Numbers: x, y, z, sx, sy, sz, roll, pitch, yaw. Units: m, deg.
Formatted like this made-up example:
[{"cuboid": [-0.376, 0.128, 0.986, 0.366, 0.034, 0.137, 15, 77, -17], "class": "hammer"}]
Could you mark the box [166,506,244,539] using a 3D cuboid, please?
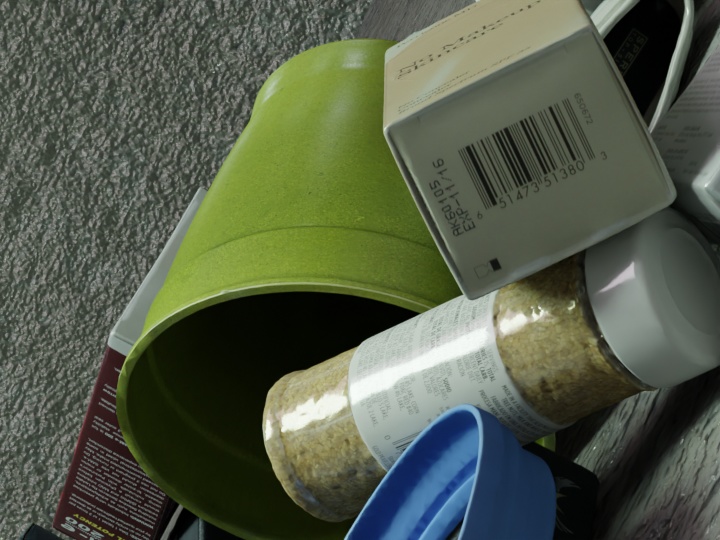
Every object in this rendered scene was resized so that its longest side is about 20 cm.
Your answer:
[{"cuboid": [-0.078, 0.238, 1.458, 0.201, 0.117, 0.197, -63, 7, 8], "class": "box"}]

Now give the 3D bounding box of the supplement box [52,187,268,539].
[{"cuboid": [-0.099, 0.061, 1.456, 0.109, 0.061, 0.200, -61, -4, -37], "class": "supplement box"}]

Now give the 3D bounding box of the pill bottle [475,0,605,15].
[{"cuboid": [0.146, -0.206, 1.478, 0.200, 0.116, 0.117, -58, 9, 34], "class": "pill bottle"}]

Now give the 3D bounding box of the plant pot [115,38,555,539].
[{"cuboid": [0.000, 0.000, 1.312, 0.201, 0.200, 0.194, 125, 161, -47], "class": "plant pot"}]

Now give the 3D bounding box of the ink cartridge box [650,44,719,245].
[{"cuboid": [0.191, -0.099, 1.105, 0.200, 0.057, 0.163, -49, 7, -2], "class": "ink cartridge box"}]

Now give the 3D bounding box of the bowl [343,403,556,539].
[{"cuboid": [0.012, 0.149, 1.049, 0.201, 0.039, 0.201, -59, 10, 17], "class": "bowl"}]

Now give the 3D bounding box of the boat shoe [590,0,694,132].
[{"cuboid": [0.112, -0.061, 1.402, 0.200, 0.072, 0.066, -56, 1, -12], "class": "boat shoe"}]

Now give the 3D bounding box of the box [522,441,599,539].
[{"cuboid": [0.031, 0.185, 1.128, 0.158, 0.051, 0.200, -56, 10, 35], "class": "box"}]

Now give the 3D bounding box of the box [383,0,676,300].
[{"cuboid": [0.064, -0.061, 1.135, 0.095, 0.078, 0.200, -27, 11, 5], "class": "box"}]

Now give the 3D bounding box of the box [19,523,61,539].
[{"cuboid": [-0.099, 0.219, 1.273, 0.158, 0.199, 0.051, -55, 8, 44], "class": "box"}]

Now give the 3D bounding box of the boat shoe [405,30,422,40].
[{"cuboid": [0.044, -0.059, 1.491, 0.070, 0.071, 0.201, -40, -24, -22], "class": "boat shoe"}]

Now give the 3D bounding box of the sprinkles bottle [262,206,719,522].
[{"cuboid": [0.053, 0.040, 1.125, 0.199, 0.068, 0.068, -25, 28, 33], "class": "sprinkles bottle"}]
